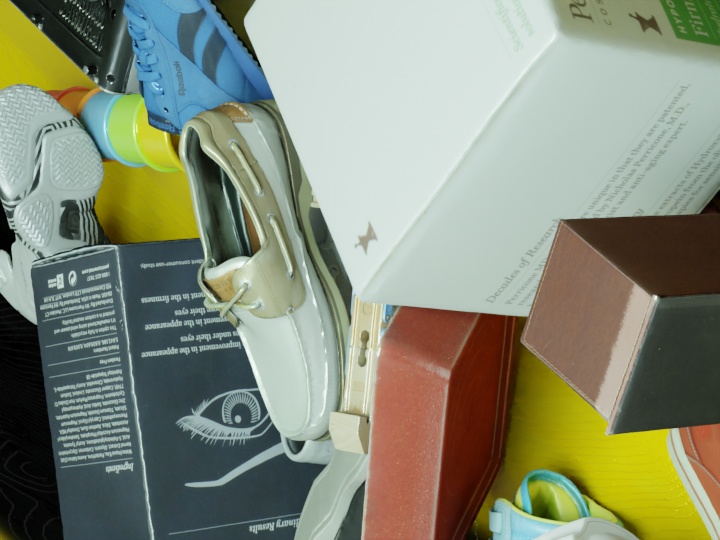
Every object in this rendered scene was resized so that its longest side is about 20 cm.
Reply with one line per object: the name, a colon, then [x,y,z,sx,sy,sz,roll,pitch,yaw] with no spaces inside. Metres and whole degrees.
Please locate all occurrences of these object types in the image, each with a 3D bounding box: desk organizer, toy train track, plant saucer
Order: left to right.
toy train track: [0.000,0.000,1.571,0.114,0.032,0.202,7,93,44]
plant saucer: [0.047,0.077,1.526,0.036,0.200,0.201,11,122,13]
desk organizer: [0.179,0.020,1.335,0.077,0.199,0.072,43,125,44]

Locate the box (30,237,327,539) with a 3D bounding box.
box: [-0.105,0.082,1.747,0.104,0.147,0.202,-10,85,52]

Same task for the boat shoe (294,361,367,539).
boat shoe: [0.013,0.119,1.650,0.074,0.060,0.201,-90,18,-50]

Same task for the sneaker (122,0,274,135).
sneaker: [-0.108,-0.126,1.696,0.078,0.200,0.066,-35,37,1]

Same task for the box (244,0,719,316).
box: [0.077,-0.112,1.451,0.200,0.170,0.200,-53,46,37]

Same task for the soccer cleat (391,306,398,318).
soccer cleat: [0.009,-0.056,1.637,0.078,0.069,0.201,68,180,-76]

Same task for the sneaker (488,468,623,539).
sneaker: [0.080,0.180,1.577,0.199,0.079,0.132,-14,84,42]

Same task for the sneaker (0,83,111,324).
sneaker: [-0.213,-0.032,1.892,0.115,0.075,0.201,9,129,55]

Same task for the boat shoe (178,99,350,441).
boat shoe: [-0.060,0.003,1.636,0.075,0.068,0.201,-21,80,47]

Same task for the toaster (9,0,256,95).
toaster: [-0.139,-0.234,1.782,0.181,0.118,0.201,41,124,41]

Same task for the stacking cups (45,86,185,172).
stacking cups: [-0.159,-0.095,1.867,0.199,0.060,0.061,6,98,51]

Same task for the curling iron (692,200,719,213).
curling iron: [0.179,-0.039,1.472,0.050,0.025,0.200,-57,43,11]

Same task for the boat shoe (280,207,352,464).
boat shoe: [-0.029,0.017,1.706,0.072,0.068,0.202,3,96,52]

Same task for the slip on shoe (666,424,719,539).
slip on shoe: [0.219,0.132,1.402,0.061,0.074,0.201,-57,47,34]

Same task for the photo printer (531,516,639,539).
photo printer: [0.129,0.230,1.450,0.200,0.069,0.166,44,125,2]
